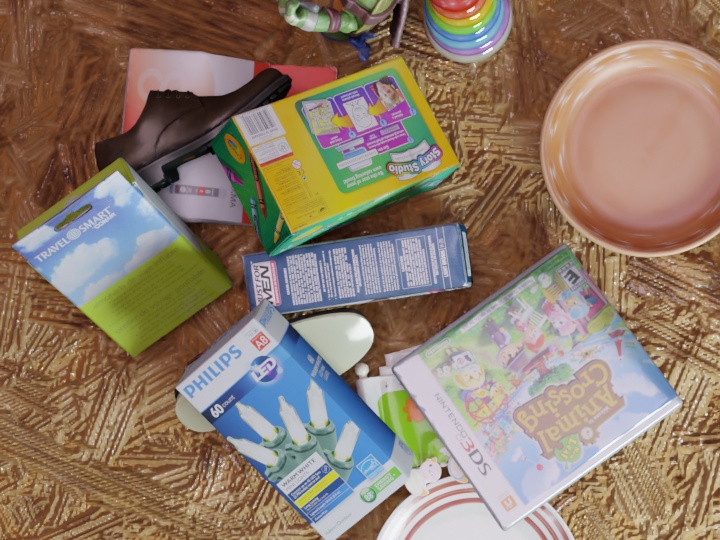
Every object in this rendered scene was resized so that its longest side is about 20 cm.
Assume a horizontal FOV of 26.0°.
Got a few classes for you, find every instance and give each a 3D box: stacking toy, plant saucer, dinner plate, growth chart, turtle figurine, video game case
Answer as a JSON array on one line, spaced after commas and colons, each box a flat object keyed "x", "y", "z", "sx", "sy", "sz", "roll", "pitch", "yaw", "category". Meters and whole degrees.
[{"x": 0.089, "y": -0.245, "z": 1.389, "sx": 0.085, "sy": 0.200, "sz": 0.086, "roll": -1, "pitch": 86, "yaw": 8, "category": "stacking toy"}, {"x": 0.265, "y": -0.111, "z": 1.439, "sx": 0.199, "sy": 0.037, "sz": 0.201, "roll": -1, "pitch": 85, "yaw": 8, "category": "plant saucer"}, {"x": 0.107, "y": 0.288, "z": 1.443, "sx": 0.199, "sy": 0.024, "sz": 0.201, "roll": 0, "pitch": 87, "yaw": 9, "category": "dinner plate"}, {"x": 0.092, "y": 0.121, "z": 1.448, "sx": 0.199, "sy": 0.018, "sz": 0.145, "roll": -20, "pitch": 76, "yaw": 3, "category": "growth chart"}, {"x": -0.022, "y": -0.291, "z": 1.409, "sx": 0.144, "sy": 0.194, "sz": 0.201, "roll": -31, "pitch": 90, "yaw": -39, "category": "turtle figurine"}, {"x": 0.159, "y": 0.105, "z": 1.422, "sx": 0.200, "sy": 0.022, "sz": 0.182, "roll": -35, "pitch": 77, "yaw": -1, "category": "video game case"}]

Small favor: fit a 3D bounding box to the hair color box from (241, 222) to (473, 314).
[{"x": 0.000, "y": 0.000, "z": 1.437, "sx": 0.199, "sy": 0.100, "sz": 0.061, "roll": -8, "pitch": 89, "yaw": 8, "category": "hair color box"}]

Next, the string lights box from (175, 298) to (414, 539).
[{"x": -0.057, "y": 0.134, "z": 1.396, "sx": 0.103, "sy": 0.059, "sz": 0.200, "roll": -41, "pitch": 99, "yaw": 17, "category": "string lights box"}]

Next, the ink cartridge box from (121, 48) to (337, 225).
[{"x": -0.129, "y": -0.124, "z": 1.489, "sx": 0.199, "sy": 0.050, "sz": 0.163, "roll": 4, "pitch": 87, "yaw": 11, "category": "ink cartridge box"}]

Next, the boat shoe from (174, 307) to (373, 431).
[{"x": -0.082, "y": 0.080, "z": 1.451, "sx": 0.201, "sy": 0.063, "sz": 0.074, "roll": -26, "pitch": 118, "yaw": 12, "category": "boat shoe"}]

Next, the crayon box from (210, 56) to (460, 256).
[{"x": -0.020, "y": -0.106, "z": 1.415, "sx": 0.199, "sy": 0.058, "sz": 0.119, "roll": -23, "pitch": 82, "yaw": -32, "category": "crayon box"}]

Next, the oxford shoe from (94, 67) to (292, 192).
[{"x": -0.158, "y": -0.141, "z": 1.440, "sx": 0.199, "sy": 0.073, "sz": 0.085, "roll": -29, "pitch": 86, "yaw": 0, "category": "oxford shoe"}]

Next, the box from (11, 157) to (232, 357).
[{"x": -0.219, "y": -0.014, "z": 1.425, "sx": 0.122, "sy": 0.200, "sz": 0.048, "roll": -35, "pitch": 48, "yaw": 4, "category": "box"}]
